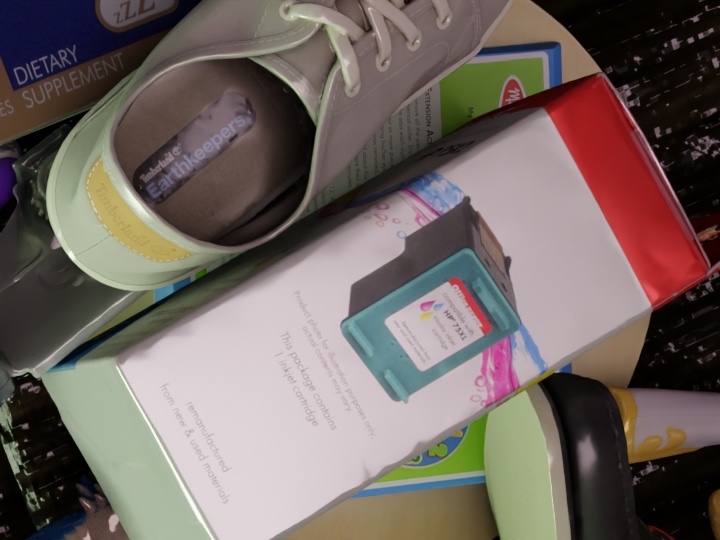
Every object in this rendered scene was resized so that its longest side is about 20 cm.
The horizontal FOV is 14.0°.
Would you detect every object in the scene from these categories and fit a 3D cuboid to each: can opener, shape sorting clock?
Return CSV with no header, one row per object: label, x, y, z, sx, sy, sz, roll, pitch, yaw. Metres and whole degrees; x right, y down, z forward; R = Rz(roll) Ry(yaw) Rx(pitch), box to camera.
can opener,-0.121,0.031,0.836,0.200,0.067,0.053,-39,67,-9
shape sorting clock,0.000,0.000,0.923,0.200,0.039,0.200,-3,102,-14

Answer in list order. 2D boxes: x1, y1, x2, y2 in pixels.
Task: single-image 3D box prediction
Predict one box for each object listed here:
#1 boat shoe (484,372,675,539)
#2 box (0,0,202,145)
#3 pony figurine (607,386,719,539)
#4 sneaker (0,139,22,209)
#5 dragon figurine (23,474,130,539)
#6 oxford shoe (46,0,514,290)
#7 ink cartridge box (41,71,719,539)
boat shoe,0.078,0.103,0.918,0.063,0.074,0.202,-15,132,-5
box,-0.119,-0.136,0.827,0.121,0.032,0.200,-26,95,-35
pony figurine,0.194,0.029,0.945,0.200,0.167,0.193,16,120,-39
sneaker,-0.190,0.014,0.847,0.200,0.070,0.100,-18,117,-20
dragon figurine,-0.148,0.104,0.875,0.200,0.099,0.059,-7,103,1
oxford shoe,-0.005,-0.071,0.809,0.200,0.058,0.075,-46,101,-14
ink cartridge box,0.018,0.006,0.836,0.200,0.116,0.067,-31,95,-16
